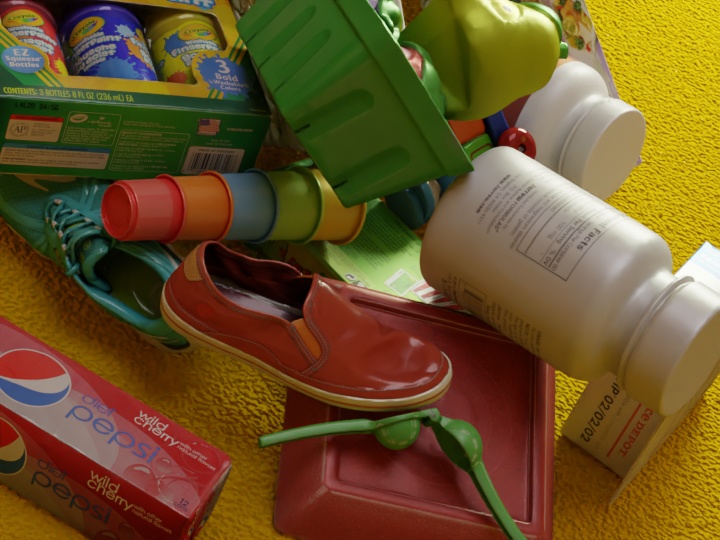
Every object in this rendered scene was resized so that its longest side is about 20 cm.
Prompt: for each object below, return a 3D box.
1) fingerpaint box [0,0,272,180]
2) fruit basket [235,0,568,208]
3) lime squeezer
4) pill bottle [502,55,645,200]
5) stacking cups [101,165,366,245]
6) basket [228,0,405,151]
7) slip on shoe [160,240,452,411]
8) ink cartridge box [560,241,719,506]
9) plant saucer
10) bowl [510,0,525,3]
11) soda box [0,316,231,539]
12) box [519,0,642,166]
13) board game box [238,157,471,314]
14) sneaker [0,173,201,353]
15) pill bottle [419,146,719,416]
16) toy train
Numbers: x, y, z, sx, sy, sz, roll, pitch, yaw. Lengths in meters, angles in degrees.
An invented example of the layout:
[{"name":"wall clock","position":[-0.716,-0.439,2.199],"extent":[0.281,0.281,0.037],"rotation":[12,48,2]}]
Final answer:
[{"name":"fingerpaint box","position":[-0.181,-0.145,1.372],"extent":[0.199,0.073,0.167],"rotation":[3,43,-25]},{"name":"fruit basket","position":[0.037,-0.154,1.340],"extent":[0.156,0.215,0.216],"rotation":[55,23,-33]},{"name":"lime squeezer","position":[0.034,0.122,1.261],"extent":[0.199,0.071,0.038],"rotation":[24,-4,-8]},{"name":"pill bottle","position":[0.132,-0.137,1.599],"extent":[0.200,0.113,0.112],"rotation":[32,36,30]},{"name":"stacking cups","position":[-0.091,-0.044,1.343],"extent":[0.199,0.061,0.061],"rotation":[-3,45,-39]},{"name":"basket","position":[-0.054,-0.197,1.510],"extent":[0.123,0.201,0.135],"rotation":[-3,10,40]},{"name":"slip on shoe","position":[-0.031,0.036,1.258],"extent":[0.199,0.061,0.074],"rotation":[22,40,-7]},{"name":"ink cartridge box","position":[0.220,0.074,1.427],"extent":[0.068,0.115,0.200],"rotation":[35,38,13]},{"name":"plant saucer","position":[0.048,0.101,1.316],"extent":[0.199,0.037,0.200],"rotation":[14,56,-14]},{"name":"bowl","position":[0.113,-0.287,1.735],"extent":[0.200,0.105,0.201],"rotation":[27,6,-3]},{"name":"soda box","position":[-0.184,0.105,1.204],"extent":[0.200,0.064,0.070],"rotation":[30,37,6]},{"name":"box","position":[0.186,-0.175,1.661],"extent":[0.039,0.041,0.201],"rotation":[-29,105,-31]},{"name":"board game box","position":[0.000,0.000,1.446],"extent":[0.101,0.048,0.200],"rotation":[-21,57,-44]},{"name":"sneaker","position":[-0.180,-0.020,1.322],"extent":[0.200,0.078,0.080],"rotation":[37,5,16]},{"name":"pill bottle","position":[0.149,0.009,1.315],"extent":[0.200,0.115,0.114],"rotation":[33,37,25]},{"name":"toy train","position":[0.043,-0.139,1.478],"extent":[0.116,0.085,0.201],"rotation":[-32,105,-30]}]
